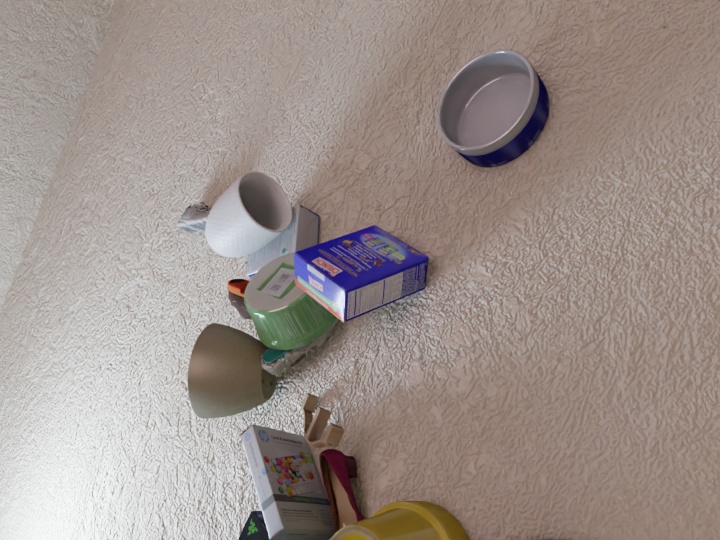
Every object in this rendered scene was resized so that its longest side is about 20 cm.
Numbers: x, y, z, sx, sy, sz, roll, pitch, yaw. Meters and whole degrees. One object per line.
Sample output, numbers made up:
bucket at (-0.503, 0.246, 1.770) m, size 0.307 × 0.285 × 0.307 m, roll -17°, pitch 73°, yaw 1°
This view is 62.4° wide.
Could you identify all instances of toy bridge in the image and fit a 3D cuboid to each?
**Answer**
toy bridge at (-0.082, 0.294, 1.124) m, size 0.068 × 0.027 × 0.200 m, roll -66°, pitch 20°, yaw -2°

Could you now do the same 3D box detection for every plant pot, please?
plant pot at (0.047, 0.450, 0.889) m, size 0.198 × 0.188 × 0.205 m, roll -17°, pitch 61°, yaw 34°

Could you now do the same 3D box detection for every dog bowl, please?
dog bowl at (0.245, -0.300, 1.105) m, size 0.198 × 0.078 × 0.204 m, roll -17°, pitch 62°, yaw 35°

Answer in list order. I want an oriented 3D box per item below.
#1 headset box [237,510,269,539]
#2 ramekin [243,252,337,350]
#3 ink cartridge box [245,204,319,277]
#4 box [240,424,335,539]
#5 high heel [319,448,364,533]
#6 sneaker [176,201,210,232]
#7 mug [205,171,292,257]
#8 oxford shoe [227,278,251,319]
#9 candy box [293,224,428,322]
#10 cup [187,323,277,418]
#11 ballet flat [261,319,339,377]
headset box at (-0.162, 0.568, 1.087) m, size 0.199 × 0.092 × 0.177 m, roll 27°, pitch 90°, yaw 45°
ramekin at (-0.143, 0.055, 1.224) m, size 0.196 × 0.099 × 0.202 m, roll -16°, pitch 38°, yaw 13°
ink cartridge box at (-0.192, -0.055, 1.386) m, size 0.197 × 0.076 × 0.139 m, roll -15°, pitch 61°, yaw 35°
box at (-0.130, 0.390, 1.092) m, size 0.041 × 0.155 × 0.201 m, roll -42°, pitch 49°, yaw 15°
high heel at (-0.039, 0.419, 1.038) m, size 0.067 × 0.096 × 0.203 m, roll -26°, pitch 57°, yaw 25°
sneaker at (-0.444, -0.156, 1.649) m, size 0.197 × 0.074 × 0.084 m, roll 2°, pitch 75°, yaw 42°
mug at (-0.254, -0.126, 1.340) m, size 0.174 × 0.148 × 0.201 m, roll -32°, pitch 22°, yaw 36°
oxford shoe at (-0.240, 0.084, 1.392) m, size 0.198 × 0.070 × 0.074 m, roll 26°, pitch 118°, yaw 41°
candy box at (0.000, 0.000, 1.112) m, size 0.168 × 0.197 × 0.078 m, roll 35°, pitch 133°, yaw 43°
cup at (-0.258, 0.219, 1.273) m, size 0.140 × 0.201 × 0.204 m, roll 2°, pitch 71°, yaw 13°
ballet flat at (-0.118, 0.147, 1.236) m, size 0.199 × 0.072 × 0.072 m, roll -36°, pitch 47°, yaw -12°
